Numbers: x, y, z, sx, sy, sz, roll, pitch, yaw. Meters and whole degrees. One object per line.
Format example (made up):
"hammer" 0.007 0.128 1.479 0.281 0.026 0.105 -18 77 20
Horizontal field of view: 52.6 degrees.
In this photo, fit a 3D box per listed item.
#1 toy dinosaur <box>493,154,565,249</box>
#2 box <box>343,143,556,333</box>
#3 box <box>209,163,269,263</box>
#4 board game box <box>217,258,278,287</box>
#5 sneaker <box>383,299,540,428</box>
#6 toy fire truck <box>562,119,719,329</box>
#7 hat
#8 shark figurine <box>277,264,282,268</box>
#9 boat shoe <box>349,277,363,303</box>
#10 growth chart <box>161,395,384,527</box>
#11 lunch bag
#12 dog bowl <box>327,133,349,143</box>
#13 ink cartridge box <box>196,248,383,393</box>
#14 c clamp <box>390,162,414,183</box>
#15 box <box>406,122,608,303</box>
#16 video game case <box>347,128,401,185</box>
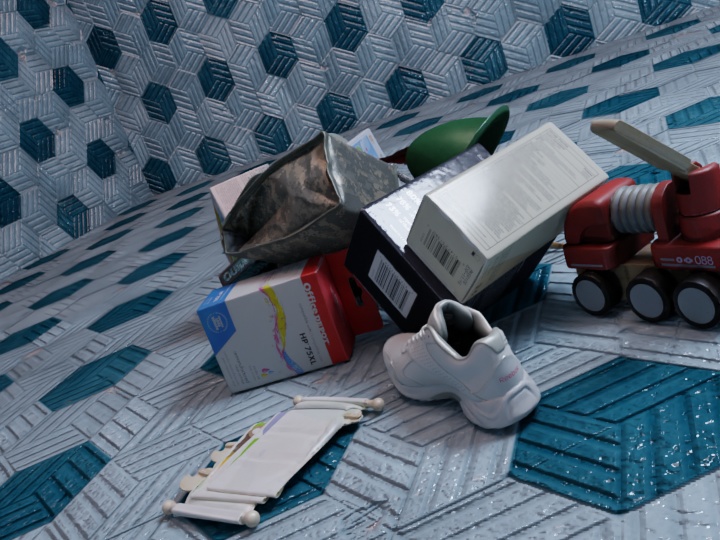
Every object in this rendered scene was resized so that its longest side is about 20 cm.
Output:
"toy dinosaur" 0.211 -0.069 0.986 0.059 0.107 0.202 -12 56 -27
"box" 0.104 -0.029 0.826 0.198 0.148 0.105 -29 -23 -30
"box" -0.164 -0.054 1.170 0.100 0.114 0.201 -25 -25 -15
"board game box" -0.104 -0.031 1.106 0.199 0.028 0.135 -39 -26 19
"sneaker" 0.081 0.069 0.676 0.077 0.101 0.199 -29 18 -27
"toy fire truck" 0.257 -0.056 0.673 0.128 0.203 0.175 -29 19 -29
"hat" 0.080 -0.178 0.996 0.165 0.175 0.202 -31 -28 -57
"shark figurine" -0.097 0.026 1.063 0.126 0.091 0.215 -19 15 11
"boat shoe" 0.000 0.000 1.062 0.072 0.062 0.200 -16 13 -8
"growth chart" -0.085 0.175 0.701 0.143 0.018 0.199 -5 23 45
"lunch bag" -0.061 -0.067 0.918 0.198 0.120 0.163 -27 -24 30
"dog bowl" -0.041 -0.126 1.239 0.078 0.202 0.200 -24 13 28
"ink cartridge box" -0.082 0.059 0.880 0.196 0.118 0.067 -18 16 13
"c clamp" 0.103 -0.123 1.158 0.027 0.197 0.171 -64 -2 -8
"box" 0.152 -0.064 0.749 0.198 0.095 0.078 -30 -23 -30
"video game case" 0.023 -0.137 1.247 0.022 0.184 0.200 -26 12 29
